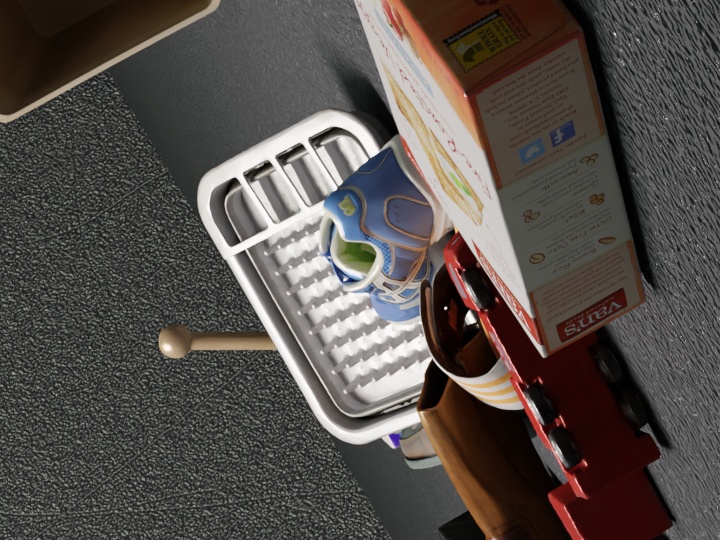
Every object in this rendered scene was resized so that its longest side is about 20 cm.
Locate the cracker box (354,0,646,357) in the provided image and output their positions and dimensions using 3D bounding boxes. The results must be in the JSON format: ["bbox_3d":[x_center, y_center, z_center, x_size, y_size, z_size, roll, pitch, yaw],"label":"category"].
[{"bbox_3d":[0.052,-0.072,1.167,0.134,0.058,0.200,57,174,35],"label":"cracker box"}]

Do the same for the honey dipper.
[{"bbox_3d":[-0.031,0.047,1.824,0.038,0.199,0.038,179,90,-87],"label":"honey dipper"}]

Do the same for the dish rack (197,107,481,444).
[{"bbox_3d":[0.000,0.000,1.748,0.171,0.044,0.200,-25,96,45],"label":"dish rack"}]

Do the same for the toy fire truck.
[{"bbox_3d":[0.101,0.061,1.439,0.200,0.049,0.141,61,175,-4],"label":"toy fire truck"}]

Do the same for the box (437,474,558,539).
[{"bbox_3d":[0.148,0.258,1.836,0.200,0.086,0.164,64,173,-33],"label":"box"}]

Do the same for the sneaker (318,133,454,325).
[{"bbox_3d":[0.011,-0.019,1.603,0.076,0.077,0.200,56,166,21],"label":"sneaker"}]

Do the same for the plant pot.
[{"bbox_3d":[-0.234,-0.256,2.193,0.200,0.199,0.177,61,-174,-8],"label":"plant pot"}]

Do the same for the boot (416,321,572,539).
[{"bbox_3d":[0.086,0.155,1.630,0.200,0.068,0.188,66,-150,-26],"label":"boot"}]

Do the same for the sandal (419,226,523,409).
[{"bbox_3d":[0.060,0.023,1.563,0.079,0.059,0.207,57,174,31],"label":"sandal"}]

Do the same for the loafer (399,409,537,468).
[{"bbox_3d":[0.066,0.090,1.847,0.063,0.072,0.200,68,166,-1],"label":"loafer"}]

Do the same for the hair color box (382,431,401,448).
[{"bbox_3d":[-0.005,0.030,2.171,0.200,0.065,0.109,64,173,-13],"label":"hair color box"}]
